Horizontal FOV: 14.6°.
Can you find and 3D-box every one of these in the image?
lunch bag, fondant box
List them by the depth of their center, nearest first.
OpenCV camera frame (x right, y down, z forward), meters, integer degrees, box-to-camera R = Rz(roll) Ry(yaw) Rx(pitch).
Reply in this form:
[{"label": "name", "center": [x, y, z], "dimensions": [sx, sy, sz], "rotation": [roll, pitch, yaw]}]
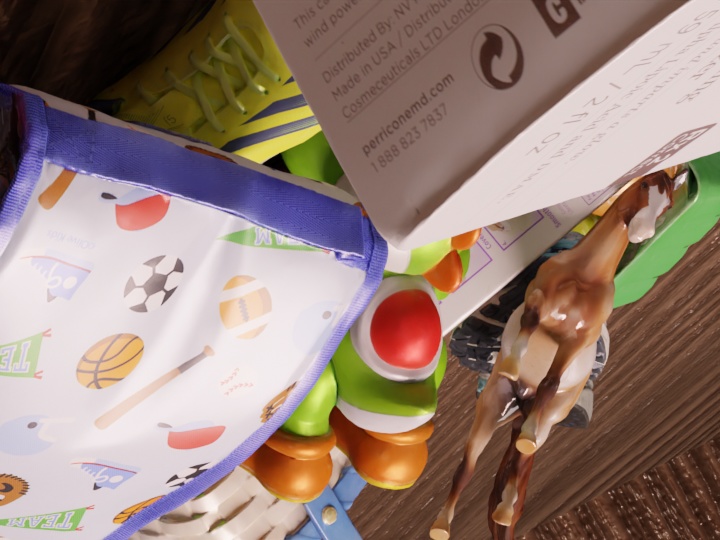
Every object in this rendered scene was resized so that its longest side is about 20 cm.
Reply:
[{"label": "lunch bag", "center": [-0.111, 0.009, 1.014], "dimensions": [0.169, 0.124, 0.200], "rotation": [17, 143, -38]}, {"label": "fondant box", "center": [0.061, -0.030, 1.336], "dimensions": [0.200, 0.058, 0.144], "rotation": [-41, -177, 14]}]

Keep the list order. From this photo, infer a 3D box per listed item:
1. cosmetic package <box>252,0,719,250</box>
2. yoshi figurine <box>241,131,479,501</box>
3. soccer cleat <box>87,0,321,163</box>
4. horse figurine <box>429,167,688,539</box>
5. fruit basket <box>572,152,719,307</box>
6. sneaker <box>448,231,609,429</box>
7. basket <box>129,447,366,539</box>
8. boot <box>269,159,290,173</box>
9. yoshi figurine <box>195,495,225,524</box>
[{"label": "cosmetic package", "center": [0.080, -0.131, 0.874], "dimensions": [0.200, 0.166, 0.165], "rotation": [-17, 164, -46]}, {"label": "yoshi figurine", "center": [-0.004, -0.009, 1.199], "dimensions": [0.113, 0.111, 0.201], "rotation": [-63, 169, -59]}, {"label": "soccer cleat", "center": [-0.058, -0.066, 1.067], "dimensions": [0.083, 0.065, 0.200], "rotation": [-18, 164, -36]}, {"label": "horse figurine", "center": [0.082, 0.048, 1.278], "dimensions": [0.200, 0.050, 0.133], "rotation": [105, 11, -50]}, {"label": "fruit basket", "center": [0.099, -0.046, 1.508], "dimensions": [0.199, 0.094, 0.185], "rotation": [8, 139, -36]}, {"label": "sneaker", "center": [0.089, 0.015, 1.413], "dimensions": [0.077, 0.087, 0.200], "rotation": [10, 165, 3]}, {"label": "basket", "center": [-0.061, 0.116, 1.376], "dimensions": [0.176, 0.201, 0.139], "rotation": [8, -140, 46]}, {"label": "boot", "center": [-0.057, -0.023, 1.256], "dimensions": [0.199, 0.064, 0.186], "rotation": [-28, 171, -14]}, {"label": "yoshi figurine", "center": [-0.112, 0.105, 1.535], "dimensions": [0.200, 0.113, 0.112], "rotation": [-22, -178, -42]}]
